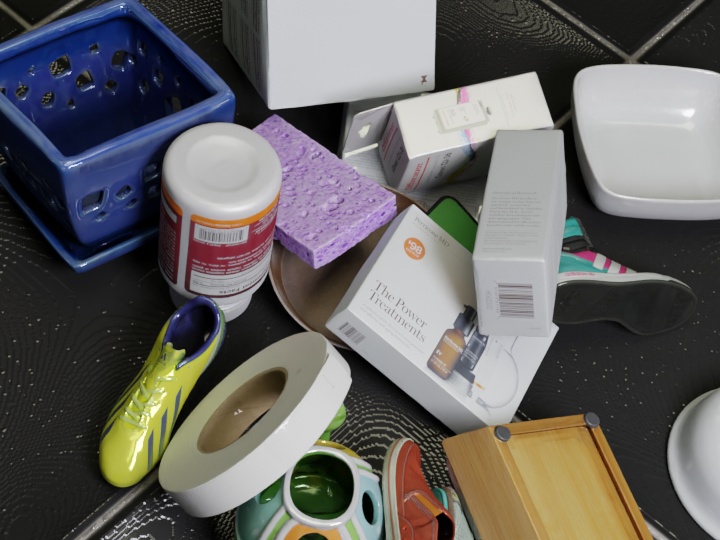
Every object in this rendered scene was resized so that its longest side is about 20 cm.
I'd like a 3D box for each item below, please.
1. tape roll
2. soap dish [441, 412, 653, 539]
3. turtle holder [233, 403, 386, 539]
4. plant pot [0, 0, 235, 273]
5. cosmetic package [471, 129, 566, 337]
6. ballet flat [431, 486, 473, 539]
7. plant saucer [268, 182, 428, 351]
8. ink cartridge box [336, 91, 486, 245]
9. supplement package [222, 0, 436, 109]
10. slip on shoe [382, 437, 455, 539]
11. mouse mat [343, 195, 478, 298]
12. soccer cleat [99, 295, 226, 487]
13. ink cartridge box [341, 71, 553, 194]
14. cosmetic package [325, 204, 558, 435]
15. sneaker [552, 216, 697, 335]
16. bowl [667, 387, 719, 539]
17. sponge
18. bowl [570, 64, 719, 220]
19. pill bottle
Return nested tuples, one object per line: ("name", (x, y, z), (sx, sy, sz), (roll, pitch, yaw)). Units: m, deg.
("tape roll", (-0.095, 0.136, 1.444), (0.037, 0.202, 0.203), (50, 53, -18))
("soap dish", (0.181, 0.224, 1.467), (0.157, 0.081, 0.200), (-3, 55, -33))
("turtle holder", (-0.033, 0.208, 1.433), (0.141, 0.132, 0.186), (30, 55, 13))
("plant pot", (-0.257, -0.126, 1.597), (0.200, 0.180, 0.200), (-27, 54, -27))
("cosmetic package", (0.158, -0.039, 1.562), (0.071, 0.102, 0.200), (2, 41, 12))
("ballet flat", (0.079, 0.296, 1.439), (0.071, 0.069, 0.201), (22, 55, -17))
("plant saucer", (0.000, 0.000, 1.641), (0.199, 0.035, 0.201), (6, 61, -11))
("ink cartridge box", (0.054, -0.099, 1.741), (0.162, 0.057, 0.201), (8, 74, -5))
("supplement package", (-0.038, -0.289, 1.744), (0.191, 0.148, 0.200), (-9, 30, -16))
("slip on shoe", (0.054, 0.225, 1.415), (0.061, 0.074, 0.200), (-12, 35, 5))
("mouse mat", (0.088, 0.032, 1.620), (0.161, 0.008, 0.200), (48, 55, -4))
("soccer cleat", (-0.189, 0.108, 1.502), (0.065, 0.084, 0.201), (26, 63, 6))
("ink cartridge box", (0.088, -0.137, 1.672), (0.199, 0.117, 0.068), (-13, 74, -11))
("cosmetic package", (0.083, 0.055, 1.574), (0.200, 0.052, 0.151), (39, 52, -10))
("sneaker", (0.247, 0.004, 1.669), (0.199, 0.084, 0.121), (8, 35, -30))
("bowl", (0.408, 0.177, 1.563), (0.200, 0.090, 0.202), (5, 54, -6))
("sponge", (-0.067, -0.083, 1.634), (0.111, 0.030, 0.200), (-35, 49, -24))
("bowl", (0.331, -0.135, 1.786), (0.199, 0.075, 0.201), (1, 55, -9))
("pill bottle", (-0.140, -0.039, 1.552), (0.113, 0.200, 0.113), (5, 53, -7))
